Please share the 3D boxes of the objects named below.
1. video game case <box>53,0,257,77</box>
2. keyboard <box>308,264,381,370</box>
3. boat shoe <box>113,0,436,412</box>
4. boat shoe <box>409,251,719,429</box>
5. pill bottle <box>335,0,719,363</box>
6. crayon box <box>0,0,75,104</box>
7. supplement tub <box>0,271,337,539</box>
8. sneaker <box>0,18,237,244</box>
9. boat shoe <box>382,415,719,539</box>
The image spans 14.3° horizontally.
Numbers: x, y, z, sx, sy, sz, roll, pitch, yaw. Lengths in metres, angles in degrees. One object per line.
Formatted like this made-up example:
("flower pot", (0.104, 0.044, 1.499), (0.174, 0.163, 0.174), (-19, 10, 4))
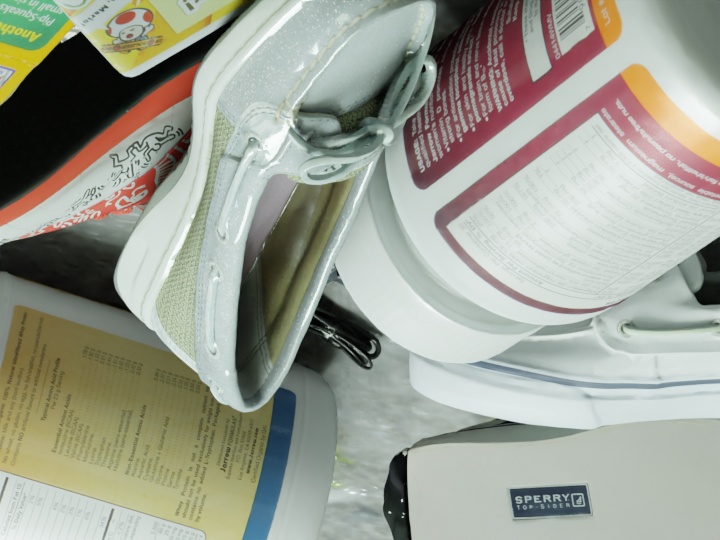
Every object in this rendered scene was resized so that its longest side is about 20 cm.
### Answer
("video game case", (-0.021, -0.149, 0.803), (0.200, 0.023, 0.182), (-30, 149, 7))
("keyboard", (0.000, 0.000, 1.140), (0.200, 0.021, 0.127), (28, 143, -24))
("boat shoe", (-0.019, -0.032, 0.924), (0.065, 0.074, 0.202), (52, 137, 17))
("boat shoe", (0.119, 0.019, 1.100), (0.199, 0.074, 0.067), (2, 108, -2))
("pill bottle", (0.077, -0.048, 0.959), (0.109, 0.110, 0.200), (25, 145, -22))
("crayon box", (-0.107, -0.133, 0.837), (0.126, 0.052, 0.200), (14, 130, -47))
("supplement tub", (-0.123, 0.084, 1.187), (0.199, 0.145, 0.145), (18, 147, -11))
("sneaker", (-0.091, -0.035, 1.001), (0.201, 0.067, 0.108), (-31, 147, -2))
("boat shoe", (0.115, 0.083, 1.166), (0.199, 0.075, 0.093), (1, -170, 29))
